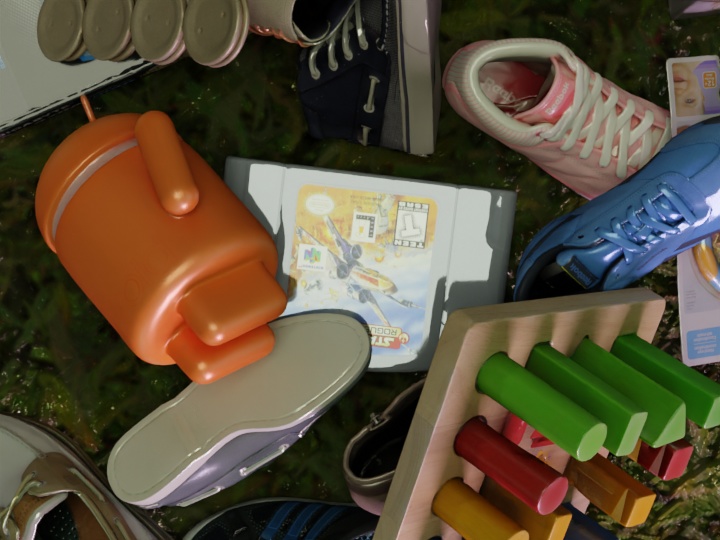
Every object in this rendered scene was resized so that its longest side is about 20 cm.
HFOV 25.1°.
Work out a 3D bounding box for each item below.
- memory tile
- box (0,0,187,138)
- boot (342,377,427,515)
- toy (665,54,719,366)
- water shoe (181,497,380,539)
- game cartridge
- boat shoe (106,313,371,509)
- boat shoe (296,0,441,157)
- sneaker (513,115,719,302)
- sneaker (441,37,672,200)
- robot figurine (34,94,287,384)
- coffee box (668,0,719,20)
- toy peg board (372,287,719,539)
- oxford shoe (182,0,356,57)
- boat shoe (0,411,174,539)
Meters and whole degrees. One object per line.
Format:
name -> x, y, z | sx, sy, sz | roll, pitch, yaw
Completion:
memory tile -> -0.128, -0.201, 0.986 | 0.199, 0.017, 0.154 | 9, 92, 44
box -> -0.215, -0.209, 1.081 | 0.158, 0.046, 0.201 | -22, 92, 1
boot -> 0.078, 0.088, 1.035 | 0.200, 0.146, 0.070 | -44, 66, 5
toy -> 0.262, -0.042, 1.057 | 0.114, 0.047, 0.201 | -7, 94, -21
water shoe -> -0.031, 0.188, 1.078 | 0.199, 0.079, 0.072 | -8, 92, 1
game cartridge -> 0.000, 0.000, 1.092 | 0.199, 0.042, 0.134 | 6, 88, 1
boat shoe -> -0.074, 0.096, 1.076 | 0.199, 0.062, 0.073 | -33, 60, 9
boat shoe -> 0.003, -0.143, 1.016 | 0.092, 0.200, 0.075 | 5, 56, 6
sneaker -> 0.174, -0.025, 1.016 | 0.066, 0.078, 0.200 | 51, 131, -6
sneaker -> 0.148, -0.092, 1.052 | 0.199, 0.105, 0.076 | 25, 91, -1
robot figurine -> -0.131, -0.022, 1.036 | 0.117, 0.144, 0.200 | -43, 66, -1
coffee box -> 0.302, -0.219, 1.039 | 0.199, 0.114, 0.080 | -7, 92, 0
toy peg board -> 0.121, 0.126, 0.982 | 0.098, 0.199, 0.200 | 34, 116, 38
oxford shoe -> -0.055, -0.164, 0.975 | 0.070, 0.200, 0.074 | -7, 77, -38
boat shoe -> -0.205, 0.156, 1.073 | 0.199, 0.068, 0.075 | 31, 95, 12
